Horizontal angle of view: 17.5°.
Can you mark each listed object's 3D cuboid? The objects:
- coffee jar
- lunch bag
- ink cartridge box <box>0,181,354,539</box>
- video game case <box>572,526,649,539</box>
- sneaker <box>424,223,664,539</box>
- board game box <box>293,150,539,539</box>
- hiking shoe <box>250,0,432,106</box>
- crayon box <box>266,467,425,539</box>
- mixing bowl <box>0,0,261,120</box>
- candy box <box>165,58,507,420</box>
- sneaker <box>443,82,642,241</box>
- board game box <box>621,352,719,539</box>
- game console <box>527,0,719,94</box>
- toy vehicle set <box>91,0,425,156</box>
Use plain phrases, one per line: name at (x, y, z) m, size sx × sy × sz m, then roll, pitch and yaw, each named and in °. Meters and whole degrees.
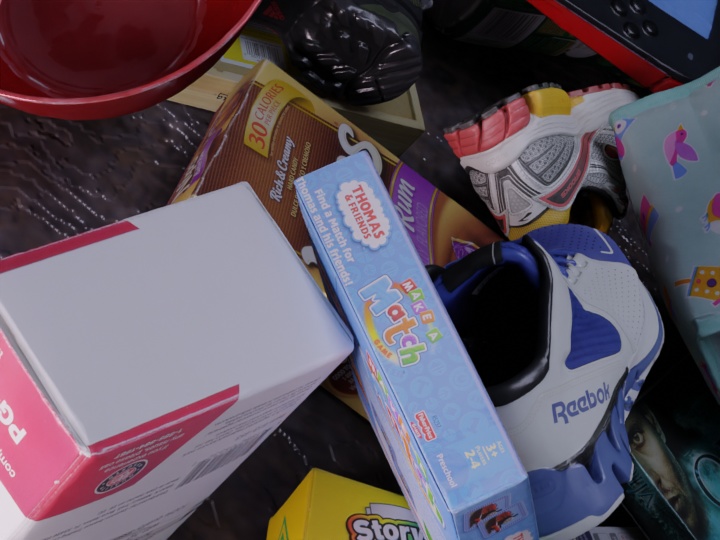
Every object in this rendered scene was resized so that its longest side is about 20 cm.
coffee jar at (0.132, -0.172, 1.379) m, size 0.199 × 0.085 × 0.105 m, roll 10°, pitch 54°, yaw -36°
lunch bag at (0.226, 0.010, 1.232) m, size 0.200 × 0.121 × 0.171 m, roll 54°, pitch 16°, yaw -47°
ink cartridge box at (-0.118, 0.068, 0.899) m, size 0.144 × 0.200 × 0.085 m, roll -20°, pitch 70°, yaw -46°
video game case at (0.124, 0.217, 1.122) m, size 0.182 × 0.023 × 0.201 m, roll 5°, pitch 58°, yaw -38°
sneaker at (0.081, 0.019, 1.064) m, size 0.200 × 0.080 × 0.115 m, roll -77°, pitch 145°, yaw -55°
board game box at (0.029, 0.065, 0.944) m, size 0.036 × 0.200 × 0.152 m, roll -24°, pitch 63°, yaw -3°
hiking shoe at (-0.046, -0.174, 1.211) m, size 0.200 × 0.076 × 0.101 m, roll 42°, pitch 32°, yaw -19°
crayon box at (0.050, 0.197, 1.022) m, size 0.199 × 0.058 × 0.173 m, roll 19°, pitch 49°, yaw -15°
mixing bowl at (-0.129, -0.148, 1.095) m, size 0.199 × 0.108 × 0.201 m, roll 0°, pitch 69°, yaw -1°
candy box at (0.000, 0.000, 1.159) m, size 0.200 × 0.056 × 0.117 m, roll 35°, pitch 43°, yaw -12°
sneaker at (0.110, -0.051, 1.265) m, size 0.200 × 0.078 × 0.083 m, roll -12°, pitch 79°, yaw -61°
board game box at (0.202, 0.107, 1.245) m, size 0.135 × 0.028 × 0.200 m, roll 53°, pitch 33°, yaw 5°
game console at (0.143, -0.203, 1.325) m, size 0.177 × 0.031 × 0.201 m, roll 34°, pitch 46°, yaw -17°
toy vehicle set at (-0.063, -0.137, 1.232) m, size 0.199 × 0.027 × 0.125 m, roll 12°, pitch 52°, yaw -33°
